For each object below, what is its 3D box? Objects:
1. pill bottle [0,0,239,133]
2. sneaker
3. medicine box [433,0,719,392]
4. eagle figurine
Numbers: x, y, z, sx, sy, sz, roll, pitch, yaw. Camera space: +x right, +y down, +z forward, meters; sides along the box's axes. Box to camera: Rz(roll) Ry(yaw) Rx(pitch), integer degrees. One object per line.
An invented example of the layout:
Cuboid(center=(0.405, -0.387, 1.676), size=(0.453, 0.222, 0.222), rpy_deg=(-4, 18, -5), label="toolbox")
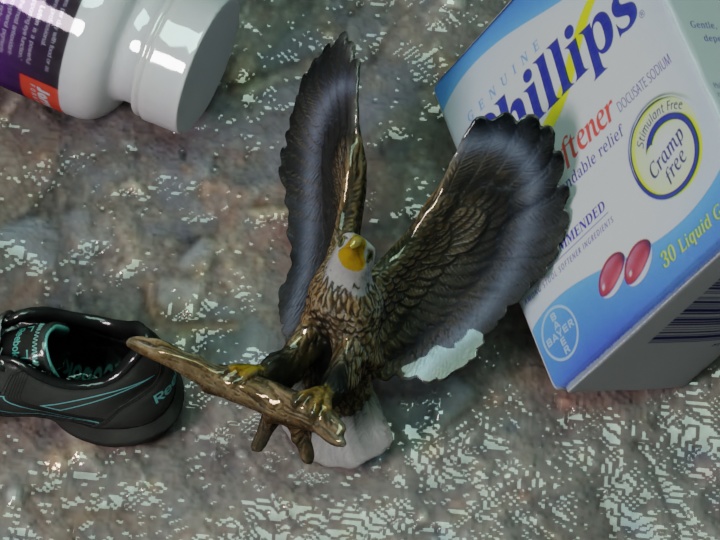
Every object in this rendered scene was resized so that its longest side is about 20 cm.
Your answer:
Cuboid(center=(-0.173, -0.151, 1.564), size=(0.199, 0.112, 0.112), rpy_deg=(23, 64, 10), label="pill bottle")
Cuboid(center=(-0.193, 0.044, 1.481), size=(0.199, 0.079, 0.076), rpy_deg=(2, 63, 0), label="sneaker")
Cuboid(center=(0.154, -0.066, 1.481), size=(0.102, 0.182, 0.201), rpy_deg=(-1, 58, -38), label="medicine box")
Cuboid(center=(0.003, -0.002, 1.452), size=(0.152, 0.151, 0.201), rpy_deg=(40, 65, -21), label="eagle figurine")
